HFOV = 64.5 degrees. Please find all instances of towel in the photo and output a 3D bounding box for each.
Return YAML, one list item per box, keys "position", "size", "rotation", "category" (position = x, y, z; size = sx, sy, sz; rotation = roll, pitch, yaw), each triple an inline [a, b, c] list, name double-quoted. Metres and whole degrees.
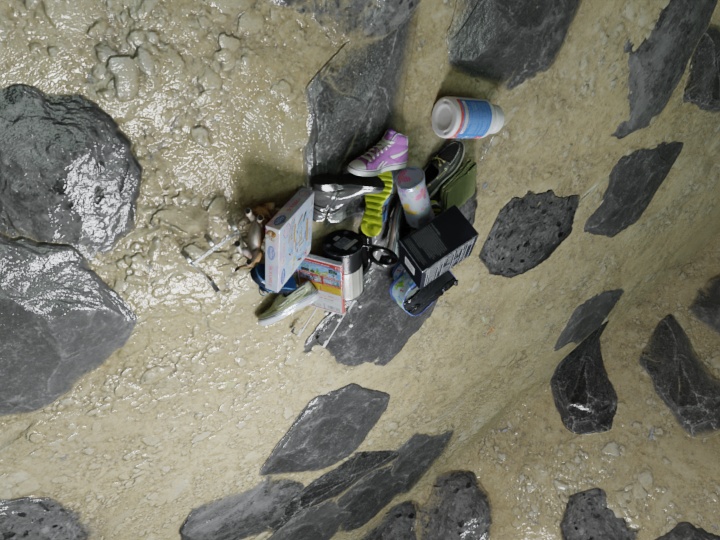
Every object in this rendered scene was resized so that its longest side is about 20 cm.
- position: [0.303, -0.252, 1.777]
  size: [0.148, 0.036, 0.200]
  rotation: [-43, 157, -8]
  category: "towel"

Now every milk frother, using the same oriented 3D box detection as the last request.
- position: [0.000, 0.000, 1.657]
  size: [0.180, 0.200, 0.188]
  rotation: [-24, 137, -22]
  category: "milk frother"

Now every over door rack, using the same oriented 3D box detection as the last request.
- position: [-0.099, 0.158, 1.809]
  size: [0.200, 0.067, 0.148]
  rotation: [-49, 139, 7]
  category: "over door rack"
- position: [-0.354, -0.039, 1.446]
  size: [0.148, 0.067, 0.200]
  rotation: [-36, 154, -8]
  category: "over door rack"

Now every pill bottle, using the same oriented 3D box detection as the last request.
- position: [0.306, -0.426, 1.600]
  size: [0.200, 0.112, 0.112]
  rotation: [-8, 129, -33]
  category: "pill bottle"

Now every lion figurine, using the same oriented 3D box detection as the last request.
- position: [-0.258, -0.083, 1.415]
  size: [0.122, 0.072, 0.200]
  rotation: [56, 56, -81]
  category: "lion figurine"

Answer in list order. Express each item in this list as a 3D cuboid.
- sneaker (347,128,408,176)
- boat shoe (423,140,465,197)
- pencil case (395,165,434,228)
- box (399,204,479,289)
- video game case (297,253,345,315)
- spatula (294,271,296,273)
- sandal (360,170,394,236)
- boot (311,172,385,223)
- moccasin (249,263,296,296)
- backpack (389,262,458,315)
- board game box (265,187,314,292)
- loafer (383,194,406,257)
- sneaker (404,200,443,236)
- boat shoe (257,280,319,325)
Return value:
- position: [0.048, -0.321, 1.521]
  size: [0.200, 0.073, 0.115]
  rotation: [-23, 134, -38]
  category: "sneaker"
- position: [0.229, -0.299, 1.680]
  size: [0.061, 0.072, 0.201]
  rotation: [16, 116, -50]
  category: "boat shoe"
- position: [0.160, -0.206, 1.633]
  size: [0.091, 0.083, 0.200]
  rotation: [-54, 149, -18]
  category: "pencil case"
- position: [0.225, -0.066, 1.690]
  size: [0.198, 0.123, 0.200]
  rotation: [-33, 165, -7]
  category: "box"
- position: [-0.114, 0.039, 1.657]
  size: [0.200, 0.143, 0.017]
  rotation: [89, 23, -43]
  category: "video game case"
- position: [-0.212, -0.052, 1.576]
  size: [0.056, 0.021, 0.200]
  rotation: [-22, 135, -17]
  category: "spatula"
- position: [0.050, -0.201, 1.633]
  size: [0.087, 0.079, 0.200]
  rotation: [-46, 155, -65]
  category: "sandal"
- position: [-0.038, -0.193, 1.538]
  size: [0.199, 0.070, 0.132]
  rotation: [1, 131, -5]
  category: "boot"
- position: [-0.246, 0.038, 1.561]
  size: [0.068, 0.081, 0.200]
  rotation: [-22, 157, 17]
  category: "moccasin"
- position: [0.191, 0.039, 1.890]
  size: [0.200, 0.147, 0.183]
  rotation: [-47, 141, -1]
  category: "backpack"
- position: [-0.182, -0.080, 1.472]
  size: [0.200, 0.041, 0.200]
  rotation: [-57, 161, -49]
  category: "board game box"
- position: [0.101, -0.136, 1.726]
  size: [0.072, 0.063, 0.201]
  rotation: [-28, 129, -57]
  category: "loafer"
- position: [0.182, -0.132, 1.781]
  size: [0.200, 0.085, 0.074]
  rotation: [-47, 139, 5]
  category: "sneaker"
- position: [-0.217, 0.094, 1.667]
  size: [0.200, 0.072, 0.062]
  rotation: [-28, 101, 4]
  category: "boat shoe"
